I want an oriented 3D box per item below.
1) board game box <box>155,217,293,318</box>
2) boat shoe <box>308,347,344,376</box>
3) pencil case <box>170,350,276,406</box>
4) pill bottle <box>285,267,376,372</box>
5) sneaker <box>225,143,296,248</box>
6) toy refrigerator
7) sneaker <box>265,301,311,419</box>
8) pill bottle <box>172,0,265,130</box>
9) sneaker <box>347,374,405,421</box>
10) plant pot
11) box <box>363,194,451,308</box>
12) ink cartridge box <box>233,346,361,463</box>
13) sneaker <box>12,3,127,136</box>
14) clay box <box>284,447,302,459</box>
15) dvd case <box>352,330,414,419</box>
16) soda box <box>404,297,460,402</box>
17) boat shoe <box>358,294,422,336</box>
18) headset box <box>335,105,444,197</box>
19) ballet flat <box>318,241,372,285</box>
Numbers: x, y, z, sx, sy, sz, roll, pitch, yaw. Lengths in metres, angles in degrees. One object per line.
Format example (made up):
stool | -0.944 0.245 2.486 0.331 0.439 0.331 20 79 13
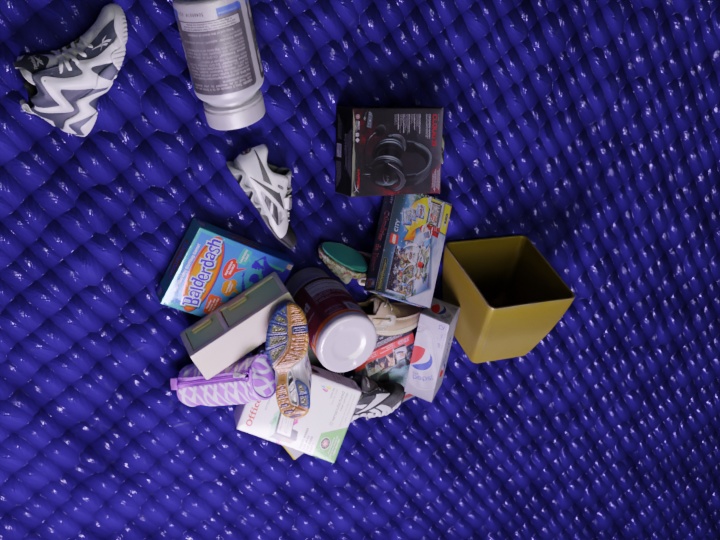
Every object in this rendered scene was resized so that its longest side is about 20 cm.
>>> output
board game box | -0.236 0.013 1.601 0.198 0.045 0.154 21 106 -34
boat shoe | -0.078 0.186 1.771 0.075 0.060 0.201 -38 128 -4
pencil case | -0.236 0.196 1.614 0.085 0.198 0.086 0 79 -55
pill bottle | -0.060 0.081 1.635 0.112 0.200 0.116 -12 121 -21
sneaker | -0.142 -0.125 1.555 0.088 0.074 0.201 -34 128 -4
toy refrigerator | -0.207 0.092 1.585 0.198 0.076 0.070 -33 129 -6
sneaker | -0.122 0.149 1.581 0.074 0.088 0.204 0 101 1
pill bottle | -0.208 -0.324 1.384 0.112 0.114 0.203 -20 124 -16
sneaker | 0.014 0.243 1.810 0.197 0.066 0.092 -10 126 -34
plant pot | 0.271 0.068 1.819 0.197 0.201 0.179 -6 130 -25
box | 0.089 -0.045 1.696 0.135 0.037 0.204 17 83 -33
ink cartridge box | -0.118 0.247 1.692 0.197 0.084 0.147 21 93 -12
sneaker | -0.421 -0.299 1.305 0.128 0.080 0.201 12 121 -41
clay box | -0.138 0.269 1.795 0.114 0.048 0.201 -36 126 -6
dvd case | 0.053 0.199 1.874 0.144 0.022 0.202 -24 124 -14
soda box | 0.140 0.158 1.813 0.068 0.063 0.203 -50 155 -51
boat shoe | 0.035 0.084 1.771 0.197 0.072 0.066 -7 118 -20
headset box | 0.058 -0.210 1.594 0.197 0.077 0.152 -4 104 -25
ballet flat | 0.000 0.000 1.706 0.197 0.076 0.064 13 128 -29
